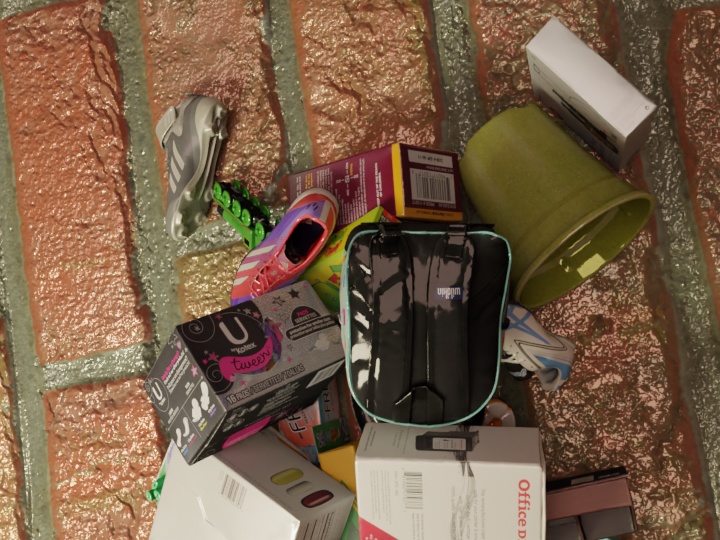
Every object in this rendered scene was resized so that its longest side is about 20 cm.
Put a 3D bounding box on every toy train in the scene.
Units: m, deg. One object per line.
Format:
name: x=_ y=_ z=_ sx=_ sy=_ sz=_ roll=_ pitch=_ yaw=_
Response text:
toy train: x=-0.141 y=-0.060 z=1.205 sx=0.200 sy=0.041 sz=0.057 roll=40 pitch=134 yaw=47

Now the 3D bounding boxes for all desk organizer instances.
desk organizer: x=0.220 y=0.290 z=1.070 sx=0.197 sy=0.072 sz=0.078 roll=-15 pitch=83 yaw=11

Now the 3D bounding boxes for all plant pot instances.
plant pot: x=0.214 y=-0.089 z=1.098 sx=0.199 sy=0.200 sz=0.185 roll=-38 pitch=68 yaw=9

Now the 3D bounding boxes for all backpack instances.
backpack: x=0.063 y=0.053 z=0.950 sx=0.173 sy=0.153 sz=0.204 roll=0 pitch=92 yaw=-2

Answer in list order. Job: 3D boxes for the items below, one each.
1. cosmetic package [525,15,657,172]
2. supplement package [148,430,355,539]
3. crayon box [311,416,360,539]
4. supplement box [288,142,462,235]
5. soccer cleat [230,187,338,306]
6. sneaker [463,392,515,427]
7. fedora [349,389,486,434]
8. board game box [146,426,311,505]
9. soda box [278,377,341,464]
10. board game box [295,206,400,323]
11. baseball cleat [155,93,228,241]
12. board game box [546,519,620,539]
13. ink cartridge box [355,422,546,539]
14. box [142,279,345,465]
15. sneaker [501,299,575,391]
cosmetic package: x=0.266 y=-0.199 z=1.074 sx=0.052 sy=0.200 sz=0.151 roll=-43 pitch=77 yaw=6
supplement package: x=-0.131 y=0.292 z=1.090 sx=0.198 sy=0.110 sz=0.158 roll=28 pitch=108 yaw=29
crayon box: x=0.005 y=0.281 z=1.142 sx=0.051 sy=0.126 sz=0.203 roll=-17 pitch=82 yaw=17
supplement box: x=0.015 y=-0.090 z=1.133 sx=0.198 sy=0.109 sz=0.087 roll=-10 pitch=81 yaw=45
soccer cleat: x=-0.096 y=-0.008 z=1.092 sx=0.068 sy=0.073 sz=0.201 roll=34 pitch=113 yaw=-13
sneaker: x=0.115 y=0.228 z=1.149 sx=0.078 sy=0.077 sz=0.200 roll=39 pitch=104 yaw=-16
fedora: x=0.054 y=0.136 z=1.075 sx=0.197 sy=0.091 sz=0.204 roll=-2 pitch=86 yaw=24
board game box: x=-0.179 y=0.273 z=1.203 sx=0.199 sy=0.026 sz=0.202 roll=33 pitch=110 yaw=22
soda box: x=-0.071 y=0.149 z=1.199 sx=0.063 sy=0.068 sz=0.204 roll=-9 pitch=83 yaw=22
board game box: x=0.000 y=0.000 z=1.107 sx=0.101 sy=0.199 sz=0.048 roll=36 pitch=59 yaw=-18
baseball cleat: x=-0.245 y=-0.144 z=1.277 sx=0.105 sy=0.070 sz=0.203 roll=16 pitch=86 yaw=28
board game box: x=0.208 y=0.349 z=1.128 sx=0.199 sy=0.047 sz=0.152 roll=32 pitch=93 yaw=14
ink cartridge box: x=0.099 y=0.250 z=0.997 sx=0.196 sy=0.084 sz=0.148 roll=0 pitch=109 yaw=10
box: x=-0.128 y=0.111 z=1.061 sx=0.115 sy=0.199 sz=0.133 roll=53 pitch=134 yaw=16
sneaker: x=0.178 y=0.083 z=1.077 sx=0.071 sy=0.199 sz=0.073 roll=-7 pitch=60 yaw=54
